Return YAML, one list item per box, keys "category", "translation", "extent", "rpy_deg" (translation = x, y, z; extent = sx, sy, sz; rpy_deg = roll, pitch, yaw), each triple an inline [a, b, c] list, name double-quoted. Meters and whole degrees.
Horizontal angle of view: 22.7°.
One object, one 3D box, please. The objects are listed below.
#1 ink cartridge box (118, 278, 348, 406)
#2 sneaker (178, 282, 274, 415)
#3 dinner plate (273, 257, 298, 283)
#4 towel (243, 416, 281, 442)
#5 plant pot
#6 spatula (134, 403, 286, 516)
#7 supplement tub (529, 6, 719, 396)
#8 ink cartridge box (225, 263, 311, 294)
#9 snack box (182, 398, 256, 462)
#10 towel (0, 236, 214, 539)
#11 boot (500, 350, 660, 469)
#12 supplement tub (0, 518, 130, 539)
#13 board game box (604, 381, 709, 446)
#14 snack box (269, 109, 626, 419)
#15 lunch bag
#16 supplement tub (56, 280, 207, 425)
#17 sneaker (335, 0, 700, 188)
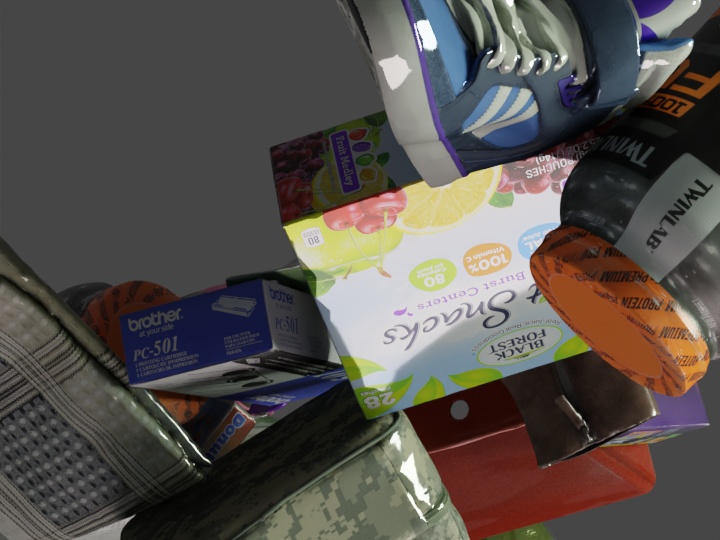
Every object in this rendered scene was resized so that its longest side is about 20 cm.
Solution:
- category: "ink cartridge box"
  translation: [-0.057, 0.047, 1.087]
  extent: [0.093, 0.045, 0.200]
  rpy_deg: [-14, 168, 18]
- category: "sneaker"
  translation: [-0.100, 0.067, 1.287]
  extent: [0.078, 0.096, 0.200]
  rpy_deg: [-14, 167, 11]
- category: "dinner plate"
  translation: [0.000, 0.000, 1.223]
  extent: [0.199, 0.024, 0.200]
  rpy_deg: [-22, 165, -6]
- category: "towel"
  translation: [-0.108, 0.131, 1.340]
  extent: [0.148, 0.031, 0.199]
  rpy_deg: [0, -170, -42]
- category: "plant pot"
  translation: [0.098, 0.090, 1.423]
  extent: [0.199, 0.201, 0.176]
  rpy_deg: [-18, 158, 18]
- category: "spatula"
  translation: [-0.095, 0.115, 1.225]
  extent: [0.200, 0.021, 0.056]
  rpy_deg: [-44, -165, -31]
- category: "supplement tub"
  translation: [0.179, -0.045, 0.847]
  extent: [0.200, 0.122, 0.123]
  rpy_deg: [-47, 174, -12]
- category: "ink cartridge box"
  translation: [0.014, -0.027, 1.071]
  extent: [0.198, 0.060, 0.104]
  rpy_deg: [-11, 168, -5]
- category: "snack box"
  translation: [-0.141, 0.108, 1.228]
  extent: [0.072, 0.024, 0.200]
  rpy_deg: [-51, -155, -14]
- category: "towel"
  translation: [-0.211, 0.084, 1.072]
  extent: [0.192, 0.200, 0.035]
  rpy_deg: [-25, -156, 41]
- category: "boot"
  translation: [0.158, 0.016, 1.145]
  extent: [0.200, 0.167, 0.072]
  rpy_deg: [-35, 161, 32]
- category: "supplement tub"
  translation: [-0.213, 0.160, 1.490]
  extent: [0.199, 0.133, 0.132]
  rpy_deg: [-8, 166, -28]
- category: "board game box"
  translation: [0.185, 0.047, 1.356]
  extent: [0.056, 0.166, 0.200]
  rpy_deg: [-22, 166, 29]
- category: "snack box"
  translation: [0.070, -0.019, 0.972]
  extent: [0.199, 0.068, 0.169]
  rpy_deg: [-16, 136, 4]
- category: "lunch bag"
  translation: [-0.027, 0.188, 1.077]
  extent: [0.199, 0.168, 0.139]
  rpy_deg: [-33, -165, -7]
- category: "supplement tub"
  translation: [-0.196, 0.083, 1.176]
  extent: [0.199, 0.123, 0.122]
  rpy_deg: [-25, 164, 40]
- category: "sneaker"
  translation: [0.073, -0.107, 0.769]
  extent: [0.146, 0.081, 0.200]
  rpy_deg: [-25, 163, 4]
